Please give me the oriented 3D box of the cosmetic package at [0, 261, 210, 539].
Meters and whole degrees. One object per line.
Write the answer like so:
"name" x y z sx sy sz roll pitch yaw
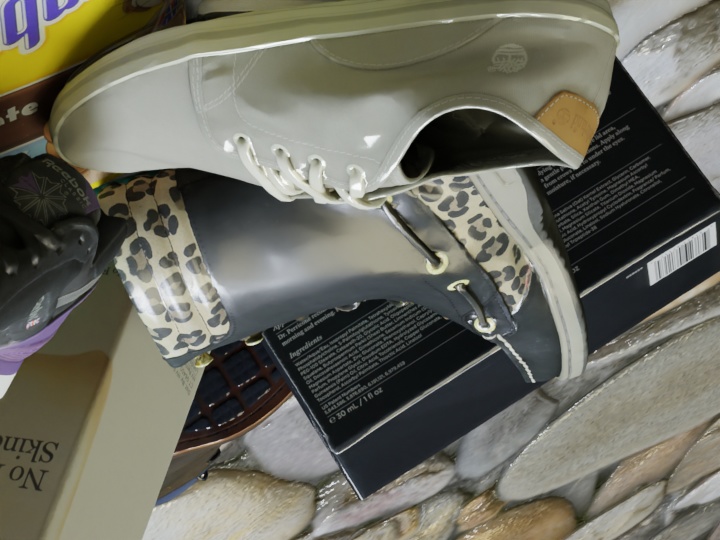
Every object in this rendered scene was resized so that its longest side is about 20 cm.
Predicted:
"cosmetic package" -0.139 0.084 0.943 0.104 0.201 0.071 2 146 23

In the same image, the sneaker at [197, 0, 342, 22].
"sneaker" -0.016 -0.138 0.884 0.075 0.116 0.201 8 -176 -2

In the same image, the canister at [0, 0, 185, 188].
"canister" -0.125 -0.098 0.811 0.148 0.087 0.200 -25 156 -16

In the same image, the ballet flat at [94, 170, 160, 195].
"ballet flat" -0.075 -0.057 0.992 0.199 0.068 0.070 -12 173 -39

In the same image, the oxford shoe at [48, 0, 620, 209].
"oxford shoe" -0.013 -0.047 0.785 0.199 0.058 0.075 -7 165 24

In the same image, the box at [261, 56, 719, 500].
"box" 0.043 -0.015 1.103 0.199 0.142 0.079 -32 158 -3

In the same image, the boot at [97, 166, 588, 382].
"boot" -0.001 -0.002 0.944 0.153 0.074 0.204 -21 146 5

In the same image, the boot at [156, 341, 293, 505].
"boot" -0.092 0.065 1.198 0.199 0.075 0.097 -34 173 2

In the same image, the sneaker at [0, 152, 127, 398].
"sneaker" -0.130 -0.007 0.778 0.087 0.076 0.200 -42 177 7
